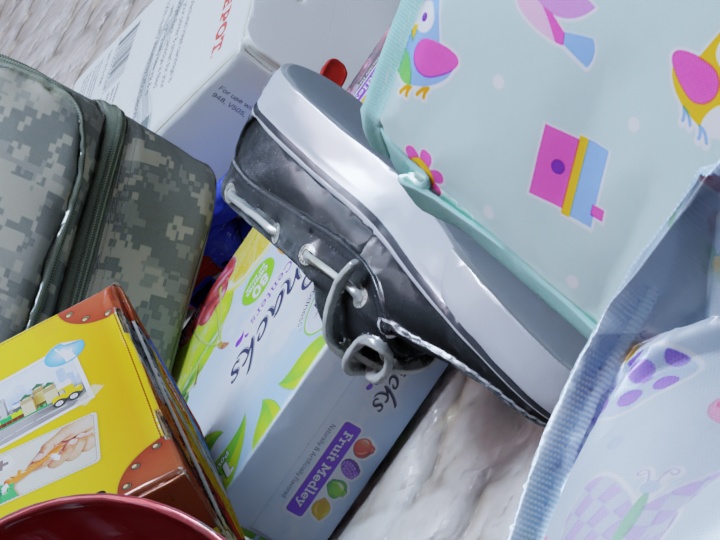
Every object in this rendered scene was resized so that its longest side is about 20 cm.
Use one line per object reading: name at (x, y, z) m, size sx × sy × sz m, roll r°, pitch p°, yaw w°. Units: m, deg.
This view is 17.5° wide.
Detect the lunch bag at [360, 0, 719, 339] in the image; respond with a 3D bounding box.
lunch bag at (0.112, -0.063, 0.602) m, size 0.170 × 0.122 × 0.200 m, roll 41°, pitch 102°, yaw 24°

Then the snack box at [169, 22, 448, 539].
snack box at (0.000, 0.000, 0.933) m, size 0.200 × 0.053 × 0.142 m, roll -56°, pitch 24°, yaw 8°

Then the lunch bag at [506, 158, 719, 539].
lunch bag at (0.111, 0.090, 0.422) m, size 0.127 × 0.169 × 0.201 m, roll -26°, pitch 37°, yaw 55°

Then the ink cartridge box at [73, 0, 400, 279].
ink cartridge box at (-0.070, -0.081, 1.149) m, size 0.200 × 0.083 × 0.147 m, roll -40°, pitch 28°, yaw 40°

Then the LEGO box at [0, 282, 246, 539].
LEGO box at (-0.146, 0.108, 0.831) m, size 0.199 × 0.077 × 0.149 m, roll -27°, pitch 29°, yaw -2°

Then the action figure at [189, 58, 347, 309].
action figure at (-0.063, -0.002, 1.058) m, size 0.200 × 0.065 × 0.099 m, roll -36°, pitch 32°, yaw 40°

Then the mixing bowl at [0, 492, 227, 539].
mixing bowl at (-0.063, 0.178, 0.714) m, size 0.199 × 0.108 × 0.201 m, roll -12°, pitch 67°, yaw 30°

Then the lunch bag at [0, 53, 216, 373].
lunch bag at (-0.172, 0.011, 0.976) m, size 0.139 × 0.167 × 0.201 m, roll -14°, pitch 54°, yaw 48°

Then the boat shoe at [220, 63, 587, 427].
boat shoe at (0.014, 0.005, 0.810) m, size 0.199 × 0.073 × 0.068 m, roll 43°, pitch 108°, yaw 35°
